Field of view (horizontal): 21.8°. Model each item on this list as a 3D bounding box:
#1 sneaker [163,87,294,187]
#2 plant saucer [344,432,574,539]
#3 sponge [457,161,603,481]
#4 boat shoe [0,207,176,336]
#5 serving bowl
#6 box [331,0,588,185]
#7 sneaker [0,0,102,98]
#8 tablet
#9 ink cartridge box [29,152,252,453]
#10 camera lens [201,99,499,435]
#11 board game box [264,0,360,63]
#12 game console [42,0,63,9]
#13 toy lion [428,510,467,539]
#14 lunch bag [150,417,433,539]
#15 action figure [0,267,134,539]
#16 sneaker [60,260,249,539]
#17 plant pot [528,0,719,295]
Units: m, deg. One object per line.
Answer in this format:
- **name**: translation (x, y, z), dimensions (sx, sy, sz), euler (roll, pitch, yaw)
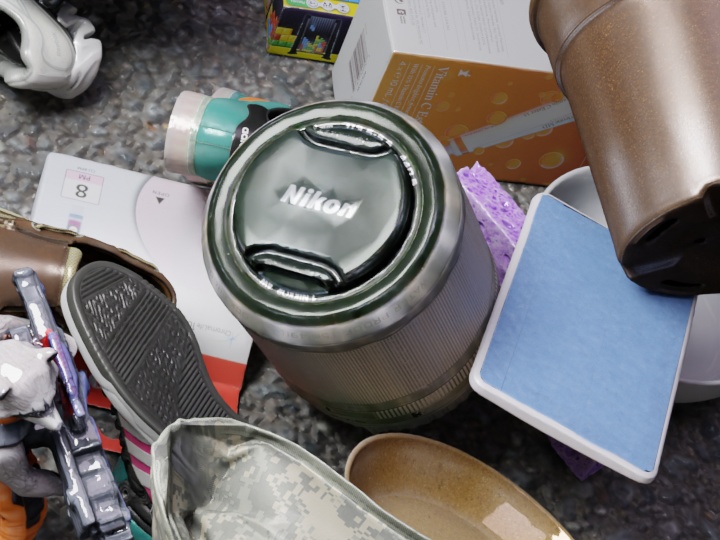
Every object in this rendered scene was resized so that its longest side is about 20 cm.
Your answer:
- **sneaker**: translation (-0.074, -0.082, 1.264), dimensions (0.080, 0.072, 0.200), euler (14, 7, 6)
- **plant saucer**: translation (0.066, 0.179, 1.105), dimensions (0.200, 0.035, 0.200), euler (30, 24, -14)
- **sponge**: translation (0.116, 0.034, 1.271), dimensions (0.030, 0.112, 0.200), euler (-25, 65, -32)
- **boat shoe**: translation (-0.194, -0.002, 1.112), dimensions (0.202, 0.075, 0.075), euler (13, 77, -45)
- **serving bowl**: translation (0.202, 0.019, 1.344), dimensions (0.199, 0.066, 0.201), euler (14, 47, -15)
- **box**: translation (0.093, -0.144, 1.399), dimensions (0.199, 0.125, 0.098), euler (5, 51, -17)
- **sneaker**: translation (-0.274, -0.196, 1.320), dimensions (0.200, 0.075, 0.081), euler (40, 26, 15)
- **tablet**: translation (0.146, 0.039, 1.189), dimensions (0.130, 0.014, 0.200), euler (29, 42, -4)
- **ink cartridge box**: translation (-0.145, 0.023, 1.223), dimensions (0.162, 0.057, 0.201), euler (14, 45, -11)
- **camera lens**: translation (0.000, 0.000, 1.165), dimensions (0.159, 0.200, 0.161), euler (-6, 65, 13)
- **board game box**: translation (0.023, -0.234, 1.491), dimensions (0.199, 0.057, 0.166), euler (7, 52, -16)
- **game console**: translation (-0.193, -0.270, 1.340), dimensions (0.171, 0.118, 0.200), euler (40, 17, -12)
- **toy lion**: translation (0.048, 0.228, 1.128), dimensions (0.191, 0.069, 0.201), euler (3, 51, -28)
- **lunch bag**: translation (-0.038, 0.183, 0.977), dimensions (0.200, 0.164, 0.118), euler (32, 56, 21)
- **action figure**: translation (-0.195, 0.112, 1.032), dimensions (0.104, 0.194, 0.201), euler (-12, 58, -27)
- **sneaker**: translation (-0.127, 0.097, 1.110), dimensions (0.200, 0.121, 0.084), euler (54, 44, -2)
- **plant pot**: translation (0.225, -0.103, 1.223), dimensions (0.199, 0.200, 0.199), euler (1, 62, -20)
